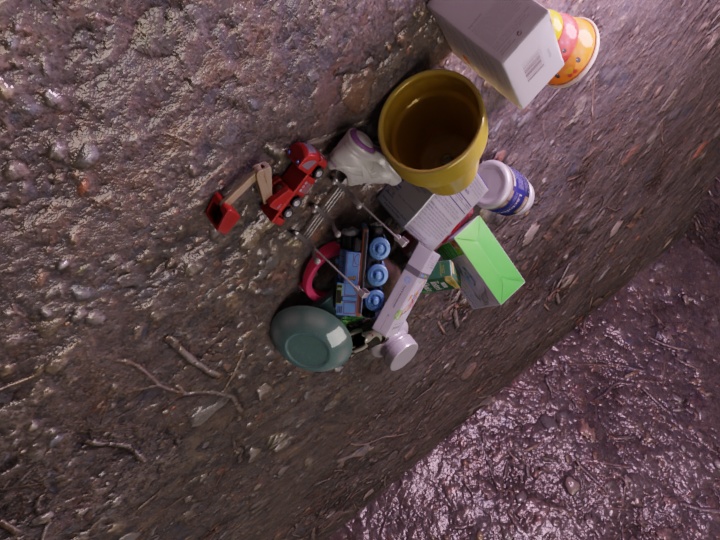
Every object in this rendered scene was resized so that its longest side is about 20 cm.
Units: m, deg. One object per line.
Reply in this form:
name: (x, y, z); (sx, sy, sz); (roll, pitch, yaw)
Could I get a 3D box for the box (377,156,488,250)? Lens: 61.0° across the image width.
box: (0.163, -0.170, 1.350); (0.200, 0.105, 0.183); (-47, 151, 8)

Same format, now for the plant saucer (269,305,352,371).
plant saucer: (-0.115, 0.168, 1.374); (0.039, 0.195, 0.205); (-74, -178, -50)

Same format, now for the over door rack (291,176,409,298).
over door rack: (-0.020, -0.059, 1.187); (0.149, 0.199, 0.067); (-49, -174, 15)

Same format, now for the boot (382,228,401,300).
boot: (0.033, -0.001, 1.394); (0.145, 0.068, 0.207); (-30, 121, -54)

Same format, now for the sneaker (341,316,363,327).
sneaker: (-0.038, 0.106, 1.415); (0.084, 0.074, 0.199); (-45, -175, -40)

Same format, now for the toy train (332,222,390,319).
toy train: (0.000, 0.000, 1.276); (0.110, 0.087, 0.207); (3, 103, -5)

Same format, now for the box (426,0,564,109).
box: (0.230, -0.401, 1.039); (0.106, 0.201, 0.151); (-44, 151, 10)

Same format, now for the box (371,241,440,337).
box: (0.101, 0.043, 1.317); (0.204, 0.040, 0.156); (-60, 167, 4)

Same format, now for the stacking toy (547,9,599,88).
stacking toy: (0.373, -0.473, 1.236); (0.196, 0.148, 0.148); (14, 121, -35)

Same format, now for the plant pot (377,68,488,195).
plant pot: (0.149, -0.240, 1.159); (0.201, 0.202, 0.189); (-44, 156, 4)

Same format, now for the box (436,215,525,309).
box: (0.295, -0.016, 1.555); (0.096, 0.202, 0.176); (-37, -177, -15)

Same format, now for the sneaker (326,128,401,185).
sneaker: (0.007, -0.202, 1.171); (0.099, 0.076, 0.198); (-38, 150, 22)

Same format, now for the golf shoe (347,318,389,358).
golf shoe: (-0.027, 0.166, 1.442); (0.197, 0.079, 0.087); (-29, 171, 38)

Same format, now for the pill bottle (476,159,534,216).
pill bottle: (0.362, -0.202, 1.546); (0.197, 0.116, 0.117); (6, 126, -53)

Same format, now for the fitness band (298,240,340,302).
fitness band: (-0.061, 0.010, 1.376); (0.144, 0.038, 0.199); (-46, 152, 5)

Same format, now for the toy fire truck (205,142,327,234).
toy fire truck: (-0.158, -0.143, 1.047); (0.201, 0.049, 0.140); (-50, 150, 12)

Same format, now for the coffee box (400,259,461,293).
coffee box: (0.145, 0.023, 1.523); (0.193, 0.046, 0.123); (-9, 161, 18)

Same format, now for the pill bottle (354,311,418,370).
pill bottle: (0.050, 0.140, 1.512); (0.118, 0.201, 0.121); (-30, 150, -20)

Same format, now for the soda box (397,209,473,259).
soda box: (0.184, -0.105, 1.494); (0.199, 0.070, 0.063); (-43, 156, 1)

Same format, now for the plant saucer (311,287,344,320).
plant saucer: (-0.092, 0.111, 1.381); (0.199, 0.070, 0.019); (-39, -164, 30)
